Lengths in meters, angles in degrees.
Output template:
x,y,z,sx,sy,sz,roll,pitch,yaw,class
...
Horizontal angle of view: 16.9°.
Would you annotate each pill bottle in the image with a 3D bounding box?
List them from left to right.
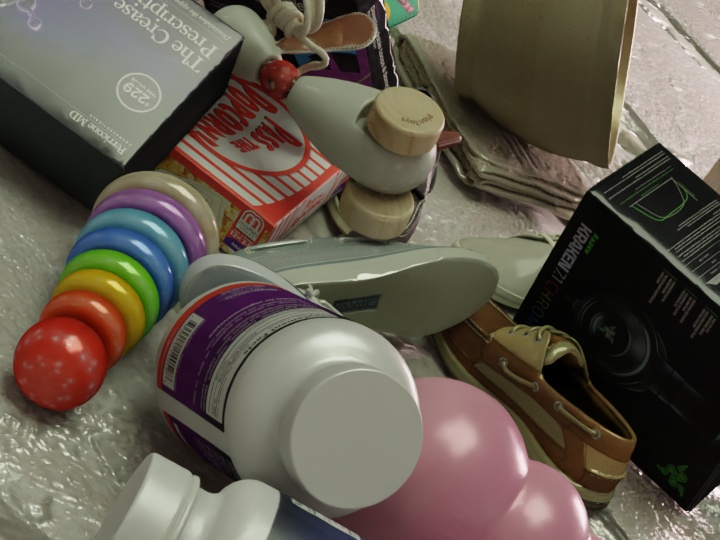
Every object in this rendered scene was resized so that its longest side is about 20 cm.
x,y,z,sx,sy,sz,roll,pitch,yaw,class
-0.043,0.179,1.276,0.200,0.111,0.111,30,28,-8,pill bottle
-0.038,0.074,1.370,0.112,0.112,0.200,21,1,-24,pill bottle

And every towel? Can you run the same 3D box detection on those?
x,y,z,sx,sy,sz,roll,pitch,yaw,class
0.109,-0.117,2.007,0.133,0.034,0.200,18,31,-32,towel

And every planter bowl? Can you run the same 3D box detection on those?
x,y,z,sx,sy,sz,roll,pitch,yaw,class
0.150,-0.190,1.953,0.135,0.200,0.200,8,26,9,planter bowl

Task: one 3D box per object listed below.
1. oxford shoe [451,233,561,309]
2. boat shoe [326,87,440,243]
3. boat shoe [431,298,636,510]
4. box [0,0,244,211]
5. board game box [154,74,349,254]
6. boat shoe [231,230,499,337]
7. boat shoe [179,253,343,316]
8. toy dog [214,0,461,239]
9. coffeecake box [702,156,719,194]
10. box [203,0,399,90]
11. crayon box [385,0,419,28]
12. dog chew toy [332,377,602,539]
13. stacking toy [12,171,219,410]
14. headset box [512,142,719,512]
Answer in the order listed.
x,y,z,sx,sy,sz,roll,pitch,yaw,class
0.151,-0.004,1.845,0.200,0.058,0.075,10,39,-35,oxford shoe
0.024,-0.079,1.814,0.072,0.065,0.200,31,28,-8,boat shoe
0.125,0.074,1.671,0.076,0.074,0.200,1,43,-48,boat shoe
-0.201,-0.151,1.605,0.200,0.079,0.141,36,61,5,box
-0.113,-0.103,1.707,0.200,0.046,0.152,37,35,6,board game box
-0.001,0.001,1.632,0.201,0.070,0.072,-5,42,-32,boat shoe
-0.036,0.044,1.528,0.202,0.075,0.086,36,17,-25,boat shoe
-0.007,-0.119,1.644,0.096,0.132,0.200,-23,77,-46,toy dog
0.308,0.002,1.900,0.073,0.154,0.200,24,29,-19,coffeecake box
-0.046,-0.174,1.728,0.143,0.200,0.036,22,57,25,box
-0.008,-0.304,2.009,0.058,0.200,0.119,-26,56,-15,crayon box
0.077,0.156,1.447,0.200,0.125,0.125,41,27,-6,dog chew toy
-0.153,0.016,1.457,0.085,0.085,0.200,33,31,-2,stacking toy
0.224,0.046,1.703,0.200,0.174,0.093,43,48,16,headset box
